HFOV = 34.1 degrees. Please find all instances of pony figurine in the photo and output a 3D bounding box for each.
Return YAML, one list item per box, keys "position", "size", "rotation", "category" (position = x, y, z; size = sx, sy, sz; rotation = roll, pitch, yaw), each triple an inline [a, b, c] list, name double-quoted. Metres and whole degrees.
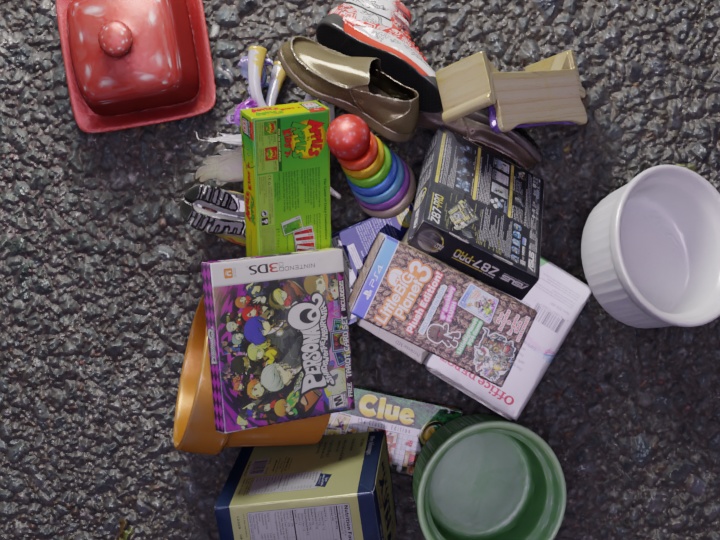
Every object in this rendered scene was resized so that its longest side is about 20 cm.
- position: [-0.114, -0.181, 1.513]
  size: [0.189, 0.167, 0.204]
  rotation: [5, 79, -6]
  category: "pony figurine"

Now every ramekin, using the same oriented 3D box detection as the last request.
- position: [0.374, -0.023, 1.483]
  size: [0.197, 0.097, 0.204]
  rotation: [6, 77, -25]
  category: "ramekin"
- position: [0.161, 0.285, 1.534]
  size: [0.196, 0.098, 0.204]
  rotation: [-1, 97, -9]
  category: "ramekin"

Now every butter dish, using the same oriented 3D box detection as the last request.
- position: [-0.298, -0.288, 1.500]
  size: [0.196, 0.148, 0.203]
  rotation: [-9, 95, 3]
  category: "butter dish"

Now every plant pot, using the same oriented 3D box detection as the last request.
- position: [-0.132, 0.145, 1.514]
  size: [0.180, 0.200, 0.204]
  rotation: [12, 95, -14]
  category: "plant pot"

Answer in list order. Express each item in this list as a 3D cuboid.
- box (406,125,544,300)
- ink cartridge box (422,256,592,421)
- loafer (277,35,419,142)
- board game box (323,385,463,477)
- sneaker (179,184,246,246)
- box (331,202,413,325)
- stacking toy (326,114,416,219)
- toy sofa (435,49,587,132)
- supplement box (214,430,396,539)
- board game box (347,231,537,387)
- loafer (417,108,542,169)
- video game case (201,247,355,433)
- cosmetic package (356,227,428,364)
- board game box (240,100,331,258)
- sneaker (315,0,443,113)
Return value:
- position: [0.146, -0.074, 1.439]
  size: [0.159, 0.202, 0.049]
  rotation: [27, 130, -12]
  category: "box"
- position: [0.189, 0.072, 1.538]
  size: [0.144, 0.088, 0.202]
  rotation: [30, 93, 0]
  category: "ink cartridge box"
- position: [-0.008, -0.237, 1.450]
  size: [0.198, 0.076, 0.068]
  rotation: [30, 128, -4]
  category: "loafer"
- position: [0.033, 0.218, 1.588]
  size: [0.196, 0.023, 0.107]
  rotation: [11, 93, 1]
  category: "board game box"
- position: [-0.135, -0.063, 1.539]
  size: [0.197, 0.090, 0.079]
  rotation: [23, 91, -2]
  category: "sneaker"
- position: [0.000, 0.000, 1.566]
  size: [0.197, 0.032, 0.123]
  rotation: [-24, 93, 4]
  category: "box"
- position: [0.005, -0.135, 1.461]
  size: [0.084, 0.200, 0.087]
  rotation: [-6, 71, 18]
  category: "stacking toy"
- position: [0.191, -0.215, 1.461]
  size: [0.082, 0.198, 0.099]
  rotation: [-14, 89, 46]
  category: "toy sofa"
- position: [-0.062, 0.311, 1.496]
  size: [0.196, 0.200, 0.137]
  rotation: [-6, 104, 7]
  category: "supplement box"
- position: [0.092, 0.043, 1.401]
  size: [0.198, 0.159, 0.098]
  rotation: [26, 92, -3]
  category: "board game box"
- position: [0.144, -0.180, 1.536]
  size: [0.198, 0.073, 0.072]
  rotation: [29, 107, 4]
  category: "loafer"
- position: [-0.097, 0.081, 1.416]
  size: [0.179, 0.036, 0.204]
  rotation: [-6, 94, -29]
  category: "video game case"
- position: [0.086, 0.005, 1.515]
  size: [0.102, 0.073, 0.202]
  rotation: [29, 93, -3]
  category: "cosmetic package"
- position: [-0.090, -0.099, 1.440]
  size: [0.100, 0.048, 0.203]
  rotation: [-10, 113, -23]
  category: "board game box"
- position: [0.050, -0.288, 1.495]
  size: [0.200, 0.068, 0.108]
  rotation: [33, 56, 16]
  category: "sneaker"
